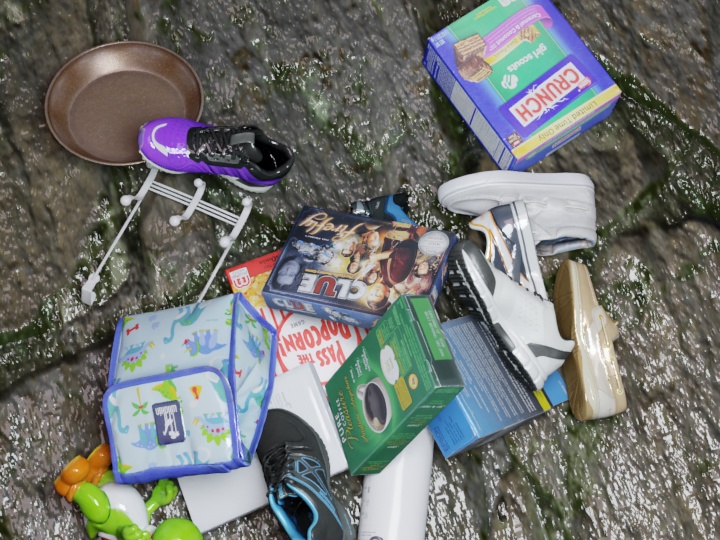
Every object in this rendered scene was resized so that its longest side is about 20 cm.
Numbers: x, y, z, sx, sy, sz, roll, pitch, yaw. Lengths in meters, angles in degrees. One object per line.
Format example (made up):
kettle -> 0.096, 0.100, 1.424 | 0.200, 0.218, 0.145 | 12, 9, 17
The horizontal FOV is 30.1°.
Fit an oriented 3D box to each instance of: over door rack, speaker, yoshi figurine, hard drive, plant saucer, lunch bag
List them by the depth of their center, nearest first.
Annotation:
lunch bag -> -0.196, 0.142, 1.531 | 0.169, 0.127, 0.201 | -12, 57, 22
yoshi figurine -> -0.250, 0.283, 1.540 | 0.112, 0.112, 0.200 | -41, 81, -19
speaker -> 0.040, 0.262, 1.564 | 0.081, 0.081, 0.201 | 6, 72, 1
hard drive -> -0.123, 0.208, 1.572 | 0.199, 0.025, 0.132 | -25, 75, 11
over door rack -> -0.238, -0.028, 1.655 | 0.147, 0.067, 0.201 | 22, 74, 6
plant saucer -> -0.299, -0.205, 1.706 | 0.199, 0.037, 0.201 | 1, 58, -2

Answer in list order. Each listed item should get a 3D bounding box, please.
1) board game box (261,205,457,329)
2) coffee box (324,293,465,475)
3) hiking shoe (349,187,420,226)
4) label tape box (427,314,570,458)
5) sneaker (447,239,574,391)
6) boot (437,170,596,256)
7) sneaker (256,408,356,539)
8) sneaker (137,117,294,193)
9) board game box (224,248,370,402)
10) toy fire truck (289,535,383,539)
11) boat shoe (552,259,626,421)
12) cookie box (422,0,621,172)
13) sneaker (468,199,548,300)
board game box -> 0.000, 0.000, 1.577 | 0.199, 0.035, 0.136 | 11, 57, 22
coffee box -> 0.033, 0.129, 1.489 | 0.044, 0.200, 0.123 | 2, 53, -32
hiking shoe -> 0.058, -0.014, 1.646 | 0.086, 0.074, 0.201 | -21, 68, -11
label tape box -> 0.145, 0.128, 1.603 | 0.200, 0.063, 0.145 | -12, 68, -48
sneaker -> 0.174, 0.040, 1.557 | 0.080, 0.074, 0.200 | -38, 107, -11
boot -> 0.198, -0.067, 1.672 | 0.199, 0.074, 0.096 | -3, 68, -2
sneaker -> -0.072, 0.230, 1.485 | 0.073, 0.082, 0.200 | -40, 57, 12
sneaker -> -0.168, -0.152, 1.632 | 0.199, 0.099, 0.070 | 11, 74, -32
board game box -> -0.061, 0.069, 1.638 | 0.151, 0.046, 0.201 | -21, 75, -6
toy fire truck -> -0.041, 0.366, 1.495 | 0.199, 0.049, 0.142 | -3, 69, 33
boat shoe -> 0.282, 0.084, 1.635 | 0.069, 0.074, 0.201 | -1, 74, -14
cookie box -> 0.206, -0.249, 1.728 | 0.171, 0.075, 0.200 | -33, 77, -11
sneaker -> 0.186, 0.020, 1.629 | 0.079, 0.078, 0.201 | -15, 91, 6
